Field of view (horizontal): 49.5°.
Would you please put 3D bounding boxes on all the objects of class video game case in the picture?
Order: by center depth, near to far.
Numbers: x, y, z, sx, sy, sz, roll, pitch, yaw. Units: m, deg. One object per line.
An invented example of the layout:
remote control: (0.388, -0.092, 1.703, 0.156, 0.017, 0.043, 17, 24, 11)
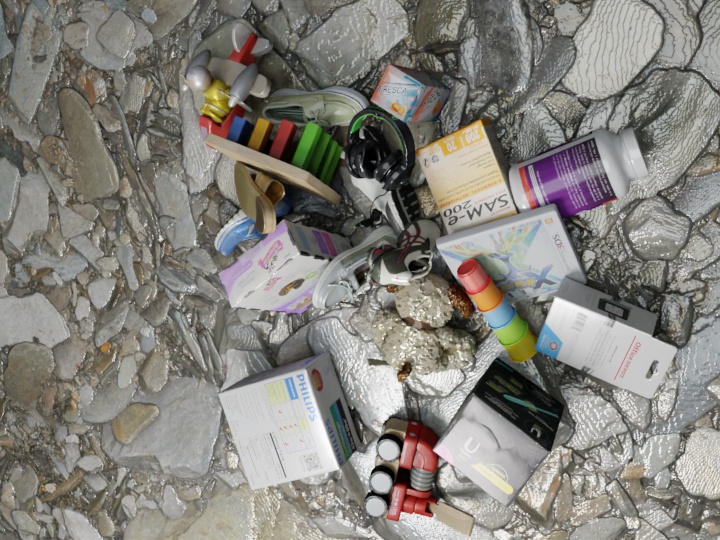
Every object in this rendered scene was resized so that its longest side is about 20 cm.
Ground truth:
video game case: (0.248, -0.015, 1.273, 0.197, 0.022, 0.183, -16, 134, 23)

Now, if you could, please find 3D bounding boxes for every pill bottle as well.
pill bottle: (0.340, -0.147, 1.221, 0.198, 0.112, 0.114, -21, 93, 23)

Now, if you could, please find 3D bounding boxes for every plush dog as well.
plush dog: (0.101, 0.085, 1.331, 0.197, 0.160, 0.174, 16, 109, 18)

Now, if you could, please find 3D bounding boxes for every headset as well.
headset: (0.023, -0.164, 1.266, 0.123, 0.094, 0.202, 27, 135, 29)

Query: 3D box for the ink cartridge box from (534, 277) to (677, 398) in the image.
ink cartridge box: (0.396, 0.109, 1.259, 0.198, 0.067, 0.117, 24, 127, 15)

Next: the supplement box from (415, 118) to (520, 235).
supplement box: (0.190, -0.134, 1.302, 0.125, 0.073, 0.202, -22, 92, 24)

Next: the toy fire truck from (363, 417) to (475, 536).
toy fire truck: (0.116, 0.384, 1.418, 0.197, 0.129, 0.179, 13, 105, 6)

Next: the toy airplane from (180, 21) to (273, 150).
toy airplane: (-0.240, -0.342, 1.385, 0.199, 0.140, 0.202, -33, 63, 41)

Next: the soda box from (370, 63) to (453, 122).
soda box: (0.086, -0.280, 1.244, 0.068, 0.200, 0.064, 33, 110, 10)

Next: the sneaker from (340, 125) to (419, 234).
sneaker: (0.035, -0.149, 1.370, 0.080, 0.073, 0.202, -28, 85, 38)

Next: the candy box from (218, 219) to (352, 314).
candy box: (-0.120, 0.000, 1.374, 0.167, 0.199, 0.072, -36, 67, 23)

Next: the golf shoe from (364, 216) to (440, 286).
golf shoe: (0.090, -0.023, 1.295, 0.087, 0.199, 0.078, 18, 125, 30)

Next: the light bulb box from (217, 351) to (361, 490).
light bulb box: (-0.132, 0.283, 1.481, 0.198, 0.125, 0.201, -18, 93, 22)

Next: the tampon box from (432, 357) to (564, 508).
tampon box: (0.233, 0.262, 1.296, 0.149, 0.200, 0.127, 36, 111, 11)

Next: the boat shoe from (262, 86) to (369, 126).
boat shoe: (-0.079, -0.278, 1.372, 0.197, 0.062, 0.073, 6, 136, 26)

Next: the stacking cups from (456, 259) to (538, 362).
stacking cups: (0.221, 0.068, 1.289, 0.060, 0.061, 0.200, -30, 119, 23)

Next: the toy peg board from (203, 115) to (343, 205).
toy peg board: (-0.131, -0.210, 1.356, 0.197, 0.200, 0.099, 23, 89, 16)

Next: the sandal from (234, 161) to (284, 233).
sandal: (-0.159, -0.123, 1.334, 0.069, 0.212, 0.079, -6, 121, -21)

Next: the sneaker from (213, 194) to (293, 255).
sneaker: (-0.198, -0.079, 1.456, 0.089, 0.079, 0.199, 46, 127, -8)

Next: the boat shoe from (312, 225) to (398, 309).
boat shoe: (0.001, 0.001, 1.347, 0.065, 0.201, 0.075, 38, 151, 29)
